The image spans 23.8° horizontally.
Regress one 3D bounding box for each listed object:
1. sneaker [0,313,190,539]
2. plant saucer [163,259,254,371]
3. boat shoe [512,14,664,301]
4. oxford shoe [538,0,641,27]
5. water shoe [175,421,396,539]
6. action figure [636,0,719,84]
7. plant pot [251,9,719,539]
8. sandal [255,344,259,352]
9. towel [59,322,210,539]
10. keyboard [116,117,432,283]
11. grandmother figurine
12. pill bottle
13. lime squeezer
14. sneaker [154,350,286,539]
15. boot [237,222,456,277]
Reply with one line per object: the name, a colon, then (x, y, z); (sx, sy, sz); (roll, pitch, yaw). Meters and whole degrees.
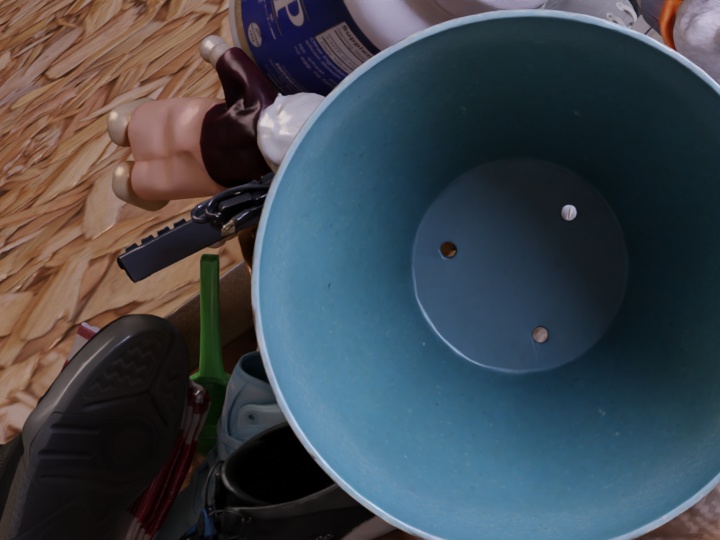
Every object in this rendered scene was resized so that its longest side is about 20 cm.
sneaker: (-0.157, 0.093, 0.833); (0.114, 0.076, 0.199); (44, 113, 48)
plant saucer: (-0.094, 0.031, 1.021); (0.200, 0.035, 0.200); (-36, 3, 2)
boat shoe: (0.147, -0.060, 0.793); (0.086, 0.075, 0.202); (-2, 38, 46)
oxford shoe: (0.124, -0.115, 0.920); (0.058, 0.075, 0.200); (-20, 28, 24)
water shoe: (-0.050, 0.112, 0.780); (0.200, 0.079, 0.072); (-40, 43, 11)
action figure: (0.200, -0.140, 0.772); (0.105, 0.200, 0.193); (100, -163, -47)
plant pot: (0.064, 0.001, 0.684); (0.200, 0.200, 0.135); (-42, 0, 6)
sandal: (0.001, 0.004, 0.955); (0.070, 0.078, 0.212); (1, 48, 18)
towel: (-0.148, 0.136, 0.884); (0.144, 0.023, 0.200); (19, 88, 55)
keyboard: (-0.018, -0.046, 0.765); (0.200, 0.021, 0.127); (-28, 4, -7)
grandmother figurine: (-0.075, -0.075, 0.987); (0.061, 0.121, 0.200); (-19, 15, -36)
pill bottle: (0.022, -0.159, 0.940); (0.200, 0.120, 0.120); (-16, 34, 58)
lime squeezer: (-0.070, 0.060, 0.900); (0.200, 0.038, 0.071); (83, -149, -68)
sneaker: (-0.048, 0.079, 0.851); (0.200, 0.082, 0.074); (-38, 21, 14)
boot: (0.008, -0.031, 0.875); (0.144, 0.071, 0.201); (-20, 7, 0)
